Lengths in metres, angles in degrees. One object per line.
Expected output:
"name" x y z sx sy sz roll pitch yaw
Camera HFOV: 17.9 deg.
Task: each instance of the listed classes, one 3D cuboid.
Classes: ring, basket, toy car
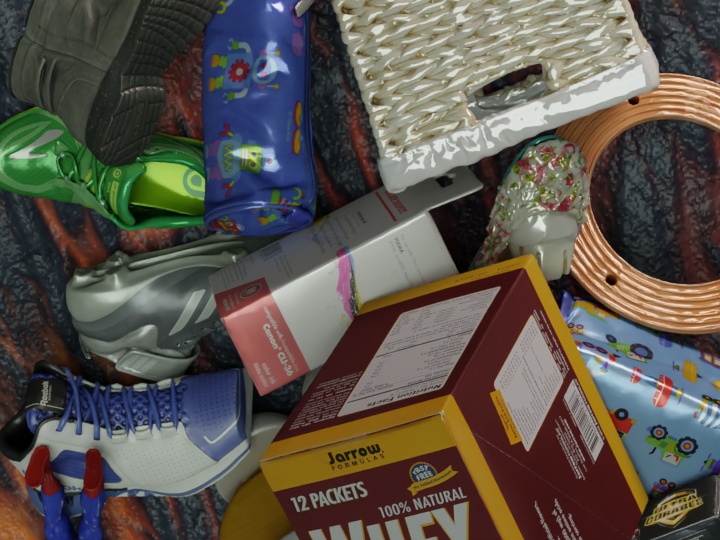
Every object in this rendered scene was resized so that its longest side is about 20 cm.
"ring" 0.224 -0.047 1.611 0.199 0.019 0.202 3 65 -6
"basket" 0.086 -0.169 1.552 0.197 0.200 0.162 -21 99 8
"toy car" 0.000 0.167 1.671 0.200 0.175 0.150 -39 132 11

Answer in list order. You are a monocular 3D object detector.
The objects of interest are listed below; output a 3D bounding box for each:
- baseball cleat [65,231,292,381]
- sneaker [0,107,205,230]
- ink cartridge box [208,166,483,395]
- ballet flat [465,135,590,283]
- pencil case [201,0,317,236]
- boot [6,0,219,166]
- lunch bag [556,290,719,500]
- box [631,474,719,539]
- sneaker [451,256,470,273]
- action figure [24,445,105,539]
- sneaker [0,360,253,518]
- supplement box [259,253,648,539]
"baseball cleat" -0.114 0.023 1.686 0.198 0.070 0.107 -8 117 9
"sneaker" -0.179 -0.074 1.649 0.198 0.084 0.075 8 104 3
"ink cartridge box" 0.000 0.000 1.582 0.199 0.117 0.068 -27 107 0
"ballet flat" 0.115 -0.005 1.544 0.075 0.064 0.201 -4 143 -19
"pencil case" -0.068 -0.125 1.601 0.086 0.078 0.202 -4 80 30
"boot" -0.179 -0.184 1.601 0.130 0.068 0.201 38 111 30
"lunch bag" 0.165 0.141 1.579 0.150 0.094 0.201 23 114 -2
"box" 0.196 0.238 1.562 0.199 0.046 0.159 -25 118 25
"sneaker" 0.119 0.066 1.675 0.199 0.078 0.087 28 111 6
"action figure" -0.213 0.222 1.674 0.065 0.100 0.201 4 145 3
"sneaker" -0.183 0.114 1.658 0.198 0.081 0.115 -19 141 19
"supplement box" 0.065 0.135 1.445 0.132 0.200 0.198 -16 111 29
